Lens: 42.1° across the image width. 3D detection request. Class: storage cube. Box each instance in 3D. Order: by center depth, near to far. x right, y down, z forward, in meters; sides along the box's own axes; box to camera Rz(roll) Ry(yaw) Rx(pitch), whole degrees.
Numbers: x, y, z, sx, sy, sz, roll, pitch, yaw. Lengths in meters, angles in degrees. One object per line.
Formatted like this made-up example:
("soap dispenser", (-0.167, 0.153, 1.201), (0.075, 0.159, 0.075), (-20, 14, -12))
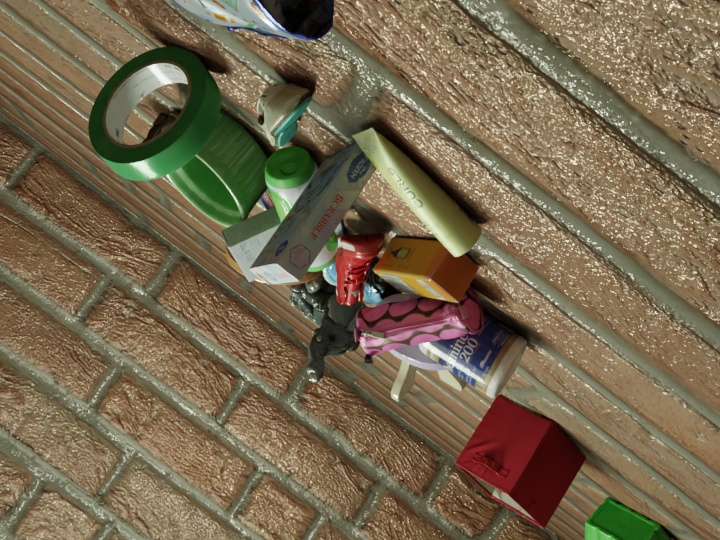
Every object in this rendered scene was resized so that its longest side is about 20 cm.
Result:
("storage cube", (0.343, 0.406, 1.997), (0.170, 0.181, 0.200), (21, 161, 50))

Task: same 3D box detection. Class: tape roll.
("tape roll", (-0.298, -0.228, 1.352), (0.198, 0.202, 0.048), (28, 167, 32))

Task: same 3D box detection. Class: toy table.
("toy table", (0.113, 0.139, 1.686), (0.200, 0.182, 0.118), (41, 158, 36))

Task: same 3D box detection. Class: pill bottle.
("pill bottle", (0.165, 0.110, 1.537), (0.198, 0.112, 0.111), (32, 168, 18))

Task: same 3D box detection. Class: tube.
("tube", (0.069, -0.102, 1.168), (0.058, 0.052, 0.200), (-34, 109, 34))

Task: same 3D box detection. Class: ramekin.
("ramekin", (-0.241, -0.177, 1.565), (0.198, 0.098, 0.201), (34, 157, 16))

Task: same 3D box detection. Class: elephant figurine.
("elephant figurine", (-0.048, 0.105, 1.800), (0.202, 0.154, 0.141), (60, -166, 28))

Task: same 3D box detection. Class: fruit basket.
("fruit basket", (0.647, 0.656, 2.211), (0.215, 0.155, 0.217), (41, 156, 23))

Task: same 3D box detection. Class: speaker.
("speaker", (-0.090, -0.093, 1.458), (0.088, 0.088, 0.202), (27, 149, 33))

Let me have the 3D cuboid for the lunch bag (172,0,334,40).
("lunch bag", (-0.119, -0.290, 0.800), (0.168, 0.124, 0.201), (22, 154, 46))

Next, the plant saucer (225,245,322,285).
("plant saucer", (-0.159, -0.041, 1.788), (0.198, 0.199, 0.033), (30, 126, 28))

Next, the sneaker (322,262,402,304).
("sneaker", (0.009, 0.005, 1.704), (0.089, 0.080, 0.199), (8, 165, 41))

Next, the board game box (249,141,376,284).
("board game box", (-0.064, -0.075, 1.274), (0.041, 0.201, 0.200), (36, 169, -12))

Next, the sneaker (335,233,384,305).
("sneaker", (0.000, 0.000, 1.545), (0.076, 0.119, 0.200), (-4, -176, -7))

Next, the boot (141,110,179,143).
("boot", (-0.361, -0.238, 1.749), (0.074, 0.098, 0.199), (40, 168, -24))

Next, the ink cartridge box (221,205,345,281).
("ink cartridge box", (-0.128, -0.062, 1.618), (0.197, 0.197, 0.044), (79, 165, -72))

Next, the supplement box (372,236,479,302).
("supplement box", (0.095, -0.003, 1.419), (0.068, 0.067, 0.199), (37, 170, -24))

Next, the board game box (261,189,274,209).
("board game box", (-0.133, -0.122, 1.707), (0.133, 0.029, 0.201), (31, 167, 20))

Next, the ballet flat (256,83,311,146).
("ballet flat", (-0.111, -0.210, 1.227), (0.062, 0.067, 0.200), (46, 167, -3))

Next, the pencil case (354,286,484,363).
("pencil case", (0.089, 0.080, 1.460), (0.196, 0.093, 0.093), (-16, 167, 23))
